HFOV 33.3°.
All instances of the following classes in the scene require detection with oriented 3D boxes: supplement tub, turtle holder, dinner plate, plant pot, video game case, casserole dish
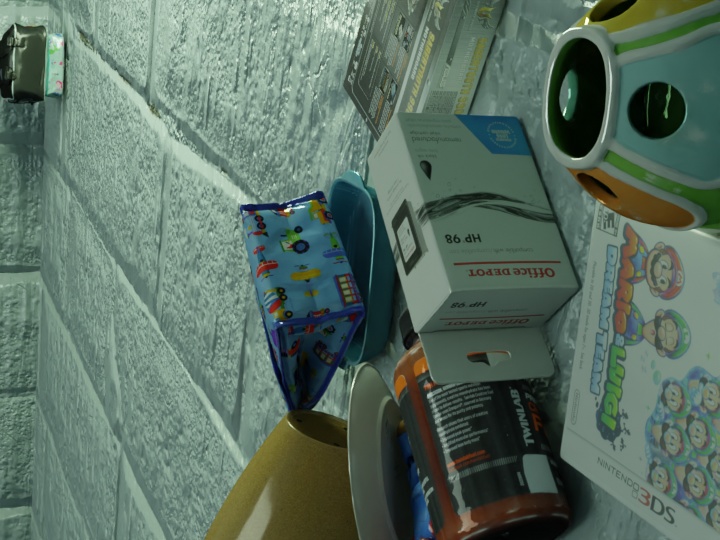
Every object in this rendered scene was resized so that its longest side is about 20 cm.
[{"bbox_3d":[0.087,0.118,0.941,0.107,0.106,0.202,124,138,-52],"label":"supplement tub"},{"bbox_3d":[0.182,-0.114,0.686,0.141,0.130,0.187,-119,36,-47],"label":"turtle holder"},{"bbox_3d":[0.025,0.182,1.075,0.200,0.024,0.202,-10,-90,-77],"label":"dinner plate"},{"bbox_3d":[-0.063,0.252,1.228,0.186,0.185,0.202,39,114,59],"label":"plant pot"},{"bbox_3d":[0.200,0.066,0.787,0.182,0.023,0.202,-146,58,-61],"label":"video game case"},{"bbox_3d":[0.000,0.000,1.210,0.121,0.038,0.202,-147,59,-61],"label":"casserole dish"}]

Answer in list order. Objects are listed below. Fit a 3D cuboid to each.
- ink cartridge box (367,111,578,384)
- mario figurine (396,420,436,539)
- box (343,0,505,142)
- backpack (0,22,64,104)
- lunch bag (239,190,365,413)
[{"bbox_3d":[0.089,-0.020,0.919,0.067,0.115,0.202,125,136,-51],"label":"ink cartridge box"},{"bbox_3d":[0.083,0.219,1.026,0.124,0.105,0.202,59,-156,-59],"label":"mario figurine"},{"bbox_3d":[0.053,-0.206,1.066,0.159,0.048,0.201,-119,35,-44],"label":"box"},{"bbox_3d":[-0.744,-0.460,2.696,0.199,0.149,0.180,6,95,58],"label":"backpack"},{"bbox_3d":[-0.067,0.044,1.241,0.201,0.093,0.152,100,155,-53],"label":"lunch bag"}]
